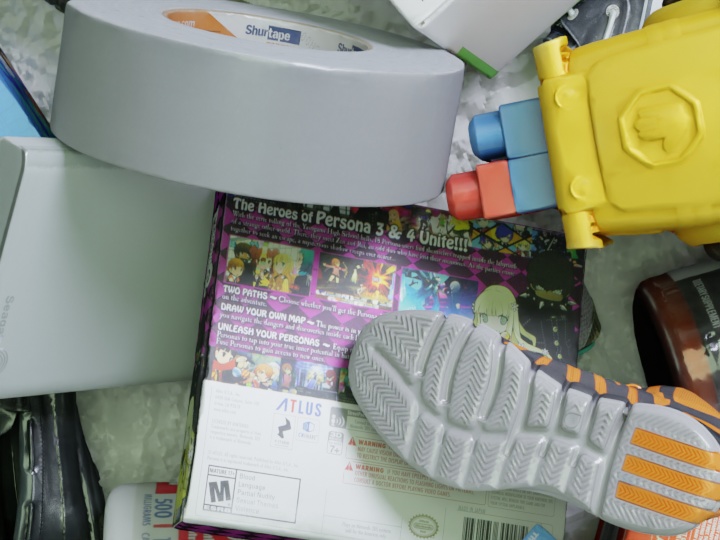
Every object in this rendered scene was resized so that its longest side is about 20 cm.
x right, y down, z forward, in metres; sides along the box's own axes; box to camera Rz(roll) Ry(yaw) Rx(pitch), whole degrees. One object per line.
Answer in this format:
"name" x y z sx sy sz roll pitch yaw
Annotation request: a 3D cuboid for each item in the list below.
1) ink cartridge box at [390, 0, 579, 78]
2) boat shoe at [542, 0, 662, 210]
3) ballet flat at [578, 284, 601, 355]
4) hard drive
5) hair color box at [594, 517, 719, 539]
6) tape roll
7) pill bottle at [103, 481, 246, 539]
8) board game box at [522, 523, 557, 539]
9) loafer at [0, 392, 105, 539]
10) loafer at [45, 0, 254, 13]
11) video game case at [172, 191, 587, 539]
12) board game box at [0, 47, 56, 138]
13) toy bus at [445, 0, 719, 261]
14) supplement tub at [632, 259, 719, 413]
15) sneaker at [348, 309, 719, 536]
"ink cartridge box" 0.021 -0.212 1.041 0.084 0.145 0.200 -41 73 11
"boat shoe" 0.137 -0.129 1.097 0.067 0.072 0.201 13 91 0
"ballet flat" 0.037 0.042 1.058 0.200 0.072 0.072 -24 85 -19
"hard drive" -0.118 -0.002 1.009 0.026 0.199 0.133 29 110 35
"hair color box" 0.228 0.165 1.043 0.199 0.111 0.064 16 84 1
"tape roll" -0.051 -0.088 0.971 0.199 0.200 0.067 11 104 1
"pill bottle" -0.034 0.167 1.039 0.199 0.112 0.113 -1 84 -3
"board game box" 0.086 0.229 1.000 0.151 0.200 0.037 -49 53 -5
"loafer" -0.191 0.076 1.064 0.070 0.068 0.202 -10 85 -41
"loafer" -0.126 -0.164 1.100 0.200 0.075 0.070 36 80 -6
"video game case" 0.013 0.055 0.996 0.199 0.036 0.182 10 74 -14
"board game box" -0.215 -0.110 1.049 0.045 0.152 0.201 -33 84 -3
"toy bus" 0.140 -0.064 0.987 0.191 0.200 0.137 -12 89 12
"supplement tub" 0.255 0.029 1.060 0.199 0.107 0.108 -16 84 -2
"sneaker" 0.095 0.077 0.960 0.199 0.112 0.078 23 96 22
